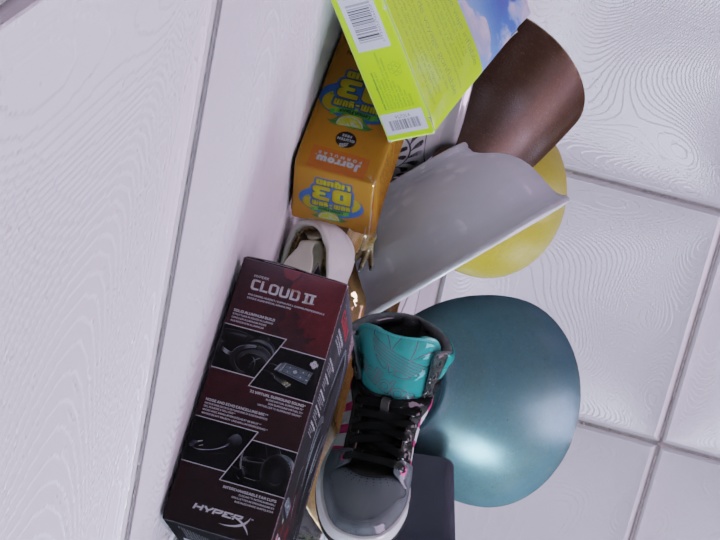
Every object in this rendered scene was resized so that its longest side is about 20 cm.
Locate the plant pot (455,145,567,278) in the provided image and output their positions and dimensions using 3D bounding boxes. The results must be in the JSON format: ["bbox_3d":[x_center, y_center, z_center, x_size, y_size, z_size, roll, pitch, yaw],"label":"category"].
[{"bbox_3d":[0.115,-0.094,2.162,0.142,0.199,0.201,4,102,-59],"label":"plant pot"}]

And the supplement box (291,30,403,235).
[{"bbox_3d":[0.006,-0.126,1.425,0.069,0.066,0.201,96,9,-56],"label":"supplement box"}]

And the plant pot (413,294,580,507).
[{"bbox_3d":[0.085,0.113,1.759,0.134,0.199,0.201,15,90,-49],"label":"plant pot"}]

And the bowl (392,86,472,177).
[{"bbox_3d":[0.045,-0.157,1.604,0.201,0.094,0.202,15,90,-85],"label":"bowl"}]

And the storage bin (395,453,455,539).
[{"bbox_3d":[0.036,0.252,1.713,0.200,0.145,0.135,110,-13,-63],"label":"storage bin"}]

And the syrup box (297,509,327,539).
[{"bbox_3d":[-0.078,0.239,1.465,0.200,0.078,0.082,-65,168,-64],"label":"syrup box"}]

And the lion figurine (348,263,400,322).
[{"bbox_3d":[0.000,0.000,1.695,0.200,0.072,0.123,-51,148,-67],"label":"lion figurine"}]

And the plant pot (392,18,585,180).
[{"bbox_3d":[0.108,-0.143,1.991,0.200,0.186,0.187,-55,165,-29],"label":"plant pot"}]

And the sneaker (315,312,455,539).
[{"bbox_3d":[0.019,0.101,1.390,0.200,0.083,0.121,-75,175,-51],"label":"sneaker"}]

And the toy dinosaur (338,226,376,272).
[{"bbox_3d":[-0.006,-0.039,1.511,0.101,0.058,0.201,114,0,-69],"label":"toy dinosaur"}]

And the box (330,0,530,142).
[{"bbox_3d":[0.055,-0.196,1.397,0.200,0.047,0.122,-52,126,-49],"label":"box"}]

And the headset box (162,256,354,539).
[{"bbox_3d":[-0.061,0.093,1.273,0.149,0.077,0.201,87,20,-72],"label":"headset box"}]

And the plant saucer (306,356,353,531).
[{"bbox_3d":[-0.014,0.117,1.519,0.200,0.035,0.201,-14,90,-72],"label":"plant saucer"}]

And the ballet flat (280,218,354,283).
[{"bbox_3d":[-0.052,0.053,1.396,0.069,0.069,0.201,89,12,-71],"label":"ballet flat"}]

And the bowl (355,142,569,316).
[{"bbox_3d":[0.070,-0.046,1.609,0.200,0.091,0.201,-30,179,0],"label":"bowl"}]
